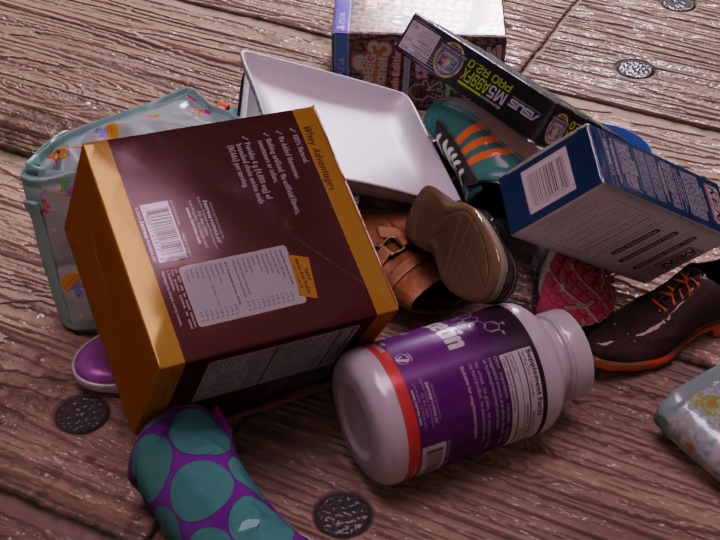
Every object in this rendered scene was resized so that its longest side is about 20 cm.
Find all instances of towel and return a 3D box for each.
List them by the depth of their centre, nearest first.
[{"bbox_3d":[0.369,0.129,1.058,0.200,0.048,0.171,-23,43,-27],"label":"towel"}]

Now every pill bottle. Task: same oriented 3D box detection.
[{"bbox_3d":[0.085,0.094,1.046,0.199,0.113,0.113,-16,41,-20],"label":"pill bottle"}]

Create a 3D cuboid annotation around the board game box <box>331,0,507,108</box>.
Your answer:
[{"bbox_3d":[0.068,-0.274,1.529,0.199,0.097,0.160,1,38,1],"label":"board game box"}]

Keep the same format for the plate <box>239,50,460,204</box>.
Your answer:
[{"bbox_3d":[-0.016,-0.132,1.270,0.199,0.032,0.200,10,36,-27],"label":"plate"}]

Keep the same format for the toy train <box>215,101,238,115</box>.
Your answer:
[{"bbox_3d":[-0.088,-0.118,1.369,0.150,0.056,0.200,1,27,-30],"label":"toy train"}]

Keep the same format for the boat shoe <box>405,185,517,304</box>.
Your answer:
[{"bbox_3d":[0.099,-0.022,1.129,0.065,0.072,0.200,16,13,-22],"label":"boat shoe"}]

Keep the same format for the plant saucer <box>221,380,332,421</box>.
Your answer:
[{"bbox_3d":[-0.107,0.032,1.121,0.200,0.037,0.200,-16,70,-26],"label":"plant saucer"}]

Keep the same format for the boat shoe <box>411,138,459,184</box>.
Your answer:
[{"bbox_3d":[0.130,-0.131,1.392,0.200,0.057,0.067,-23,8,-32],"label":"boat shoe"}]

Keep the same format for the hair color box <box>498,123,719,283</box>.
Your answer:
[{"bbox_3d":[0.222,-0.053,1.109,0.200,0.100,0.061,17,54,-42],"label":"hair color box"}]

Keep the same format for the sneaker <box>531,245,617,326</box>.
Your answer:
[{"bbox_3d":[0.191,0.002,1.188,0.075,0.081,0.200,-30,11,29],"label":"sneaker"}]

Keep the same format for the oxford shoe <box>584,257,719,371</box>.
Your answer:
[{"bbox_3d":[0.279,0.030,1.162,0.200,0.073,0.071,-21,43,-25],"label":"oxford shoe"}]

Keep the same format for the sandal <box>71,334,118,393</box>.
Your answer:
[{"bbox_3d":[-0.158,0.054,1.144,0.202,0.050,0.083,-13,40,-16],"label":"sandal"}]

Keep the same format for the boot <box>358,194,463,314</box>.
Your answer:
[{"bbox_3d":[0.000,0.000,1.210,0.200,0.077,0.155,-16,44,-32],"label":"boot"}]

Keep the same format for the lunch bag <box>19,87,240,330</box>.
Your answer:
[{"bbox_3d":[-0.208,-0.053,1.184,0.200,0.171,0.122,-26,39,-27],"label":"lunch bag"}]

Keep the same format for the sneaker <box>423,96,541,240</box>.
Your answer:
[{"bbox_3d":[0.117,-0.101,1.256,0.080,0.071,0.200,-42,49,-10],"label":"sneaker"}]

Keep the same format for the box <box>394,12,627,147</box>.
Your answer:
[{"bbox_3d":[0.151,-0.176,1.290,0.200,0.044,0.160,40,15,33],"label":"box"}]

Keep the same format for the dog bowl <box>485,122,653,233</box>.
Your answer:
[{"bbox_3d":[0.210,-0.094,1.340,0.200,0.050,0.112,-18,42,-23],"label":"dog bowl"}]

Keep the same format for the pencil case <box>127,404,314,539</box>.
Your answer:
[{"bbox_3d":[-0.095,0.185,0.949,0.092,0.085,0.200,-34,48,-14],"label":"pencil case"}]

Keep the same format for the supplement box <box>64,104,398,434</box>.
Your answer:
[{"bbox_3d":[-0.109,-0.004,1.039,0.199,0.133,0.198,-13,67,-25],"label":"supplement box"}]

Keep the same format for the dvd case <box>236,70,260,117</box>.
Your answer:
[{"bbox_3d":[-0.058,-0.165,1.390,0.150,0.025,0.200,11,24,-8],"label":"dvd case"}]
